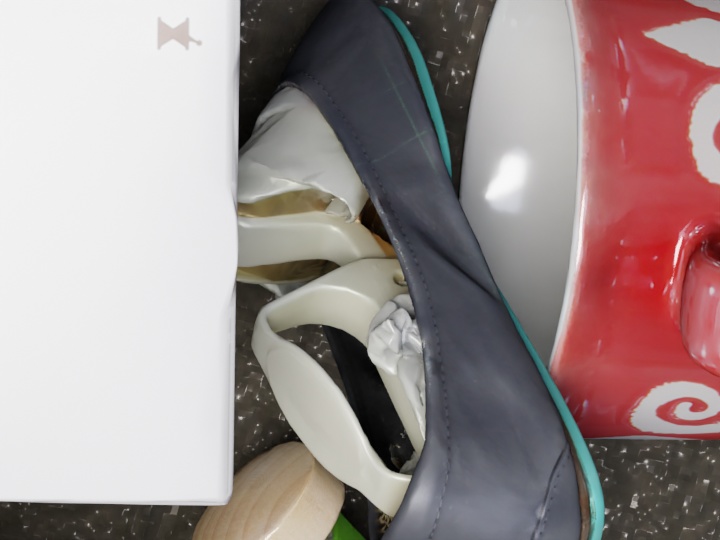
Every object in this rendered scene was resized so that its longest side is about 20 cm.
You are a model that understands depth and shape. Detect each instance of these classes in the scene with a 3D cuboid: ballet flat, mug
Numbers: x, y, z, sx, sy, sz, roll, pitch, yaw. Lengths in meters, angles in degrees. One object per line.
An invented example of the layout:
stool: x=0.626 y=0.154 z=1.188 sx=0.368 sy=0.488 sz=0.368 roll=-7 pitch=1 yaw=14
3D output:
ballet flat: x=0.000 y=0.000 z=0.767 sx=0.073 sy=0.201 sz=0.073 roll=-13 pitch=141 yaw=-11
mug: x=0.139 y=0.003 z=0.798 sx=0.199 sy=0.178 sz=0.134 roll=4 pitch=134 yaw=-12

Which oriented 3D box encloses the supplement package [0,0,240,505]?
supplement package: x=-0.096 y=-0.024 z=0.742 sx=0.119 sy=0.200 sz=0.122 roll=0 pitch=100 yaw=-7

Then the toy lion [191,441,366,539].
toy lion: x=-0.042 y=0.143 z=0.770 sx=0.200 sy=0.192 sz=0.069 roll=-39 pitch=110 yaw=12
